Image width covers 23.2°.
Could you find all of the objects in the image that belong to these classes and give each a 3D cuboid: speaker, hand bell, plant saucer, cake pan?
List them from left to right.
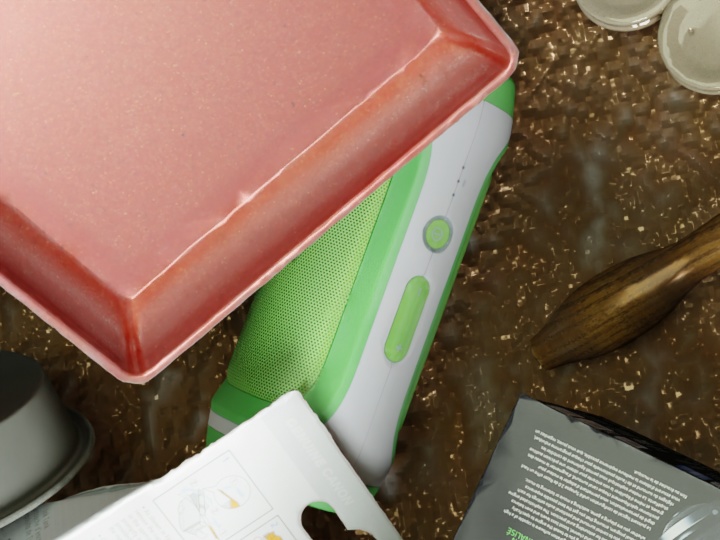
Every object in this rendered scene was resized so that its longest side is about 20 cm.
[{"bbox_3d":[-0.217,0.081,0.760,0.200,0.200,0.037,-6,106,16],"label":"cake pan"},{"bbox_3d":[-0.075,-0.080,0.623,0.200,0.200,0.037,-40,36,9],"label":"plant saucer"},{"bbox_3d":[0.000,0.000,0.762,0.088,0.088,0.200,19,89,19],"label":"speaker"},{"bbox_3d":[0.155,-0.014,0.727,0.200,0.104,0.104,-36,74,23],"label":"hand bell"}]

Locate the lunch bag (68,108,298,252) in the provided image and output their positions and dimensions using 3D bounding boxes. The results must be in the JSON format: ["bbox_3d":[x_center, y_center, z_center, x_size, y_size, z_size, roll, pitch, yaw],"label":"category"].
[{"bbox_3d":[-0.111,-0.085,0.727,0.200,0.082,0.176,-10,67,4],"label":"lunch bag"}]

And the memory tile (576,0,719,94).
[{"bbox_3d":[0.131,-0.185,0.781,0.200,0.017,0.153,39,95,19],"label":"memory tile"}]

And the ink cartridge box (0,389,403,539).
[{"bbox_3d":[-0.075,0.152,0.745,0.200,0.050,0.162,-34,114,-1],"label":"ink cartridge box"}]

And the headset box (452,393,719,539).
[{"bbox_3d":[0.075,0.159,0.669,0.093,0.174,0.200,25,90,19],"label":"headset box"}]
